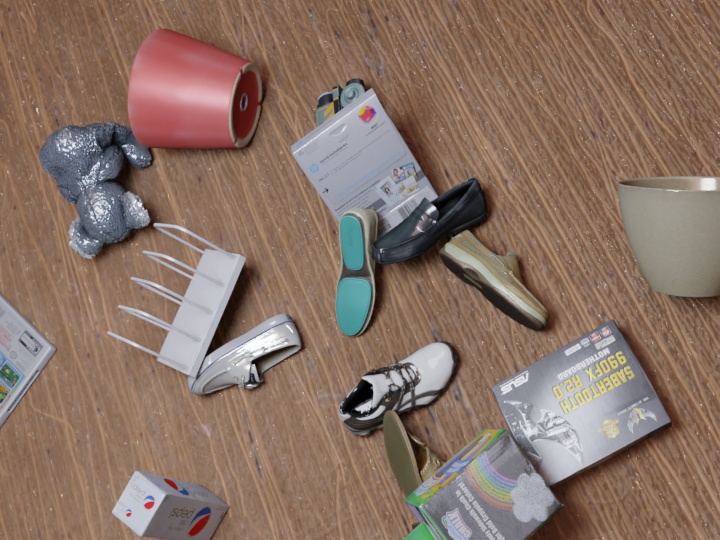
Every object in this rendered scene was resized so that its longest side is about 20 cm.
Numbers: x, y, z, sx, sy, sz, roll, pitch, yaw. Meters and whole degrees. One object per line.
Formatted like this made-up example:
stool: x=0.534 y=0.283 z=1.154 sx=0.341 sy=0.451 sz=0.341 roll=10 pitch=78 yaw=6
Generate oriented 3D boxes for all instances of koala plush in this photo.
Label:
koala plush: x=-0.452 y=-0.135 z=1.594 sx=0.174 sy=0.184 sz=0.204 roll=-23 pitch=79 yaw=12

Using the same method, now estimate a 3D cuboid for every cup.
cup: x=0.442 y=-0.045 z=1.238 sx=0.196 sy=0.200 sz=0.147 roll=3 pitch=101 yaw=20

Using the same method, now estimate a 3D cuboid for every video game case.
video game case: x=-0.656 y=0.156 z=1.645 sx=0.199 sy=0.024 sz=0.184 roll=36 pitch=88 yaw=25

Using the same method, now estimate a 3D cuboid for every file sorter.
file sorter: x=-0.298 y=0.042 z=1.467 sx=0.138 sy=0.123 sz=0.204 roll=8 pitch=73 yaw=57

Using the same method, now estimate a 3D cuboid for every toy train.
toy train: x=-0.023 y=-0.212 z=1.505 sx=0.112 sy=0.085 sz=0.205 roll=-16 pitch=68 yaw=24

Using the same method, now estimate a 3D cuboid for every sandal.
sandal: x=0.096 y=0.297 z=1.318 sx=0.068 sy=0.078 sz=0.216 roll=-12 pitch=76 yaw=-25

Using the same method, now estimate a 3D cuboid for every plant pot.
plant pot: x=-0.271 y=-0.295 z=1.566 sx=0.173 sy=0.201 sz=0.205 roll=12 pitch=77 yaw=14

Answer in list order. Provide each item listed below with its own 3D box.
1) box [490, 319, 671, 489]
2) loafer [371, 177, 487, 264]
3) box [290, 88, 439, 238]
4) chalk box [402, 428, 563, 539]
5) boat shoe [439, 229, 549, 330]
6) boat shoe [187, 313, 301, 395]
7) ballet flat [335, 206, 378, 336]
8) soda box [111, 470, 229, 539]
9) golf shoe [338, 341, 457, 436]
box: x=0.302 y=0.187 z=1.276 sx=0.197 sy=0.048 sz=0.161 roll=-29 pitch=65 yaw=9
loafer: x=0.100 y=-0.076 z=1.388 sx=0.198 sy=0.071 sz=0.068 roll=-28 pitch=34 yaw=-13
box: x=0.009 y=-0.148 z=1.417 sx=0.154 sy=0.201 sz=0.041 roll=-34 pitch=26 yaw=6
chalk box: x=0.142 y=0.319 z=1.213 sx=0.199 sy=0.124 sz=0.125 roll=-37 pitch=86 yaw=-10
boat shoe: x=0.208 y=0.005 z=1.360 sx=0.076 sy=0.072 sz=0.199 roll=-44 pitch=64 yaw=-11
boat shoe: x=-0.180 y=0.150 z=1.453 sx=0.198 sy=0.071 sz=0.071 roll=-31 pitch=63 yaw=1
ballet flat: x=0.000 y=0.000 z=1.424 sx=0.068 sy=0.069 sz=0.205 roll=12 pitch=111 yaw=22
soda box: x=-0.272 y=0.347 z=1.348 sx=0.063 sy=0.200 sz=0.069 roll=28 pitch=83 yaw=26
golf shoe: x=0.054 y=0.170 z=1.347 sx=0.199 sy=0.095 sz=0.078 roll=-38 pitch=64 yaw=3
